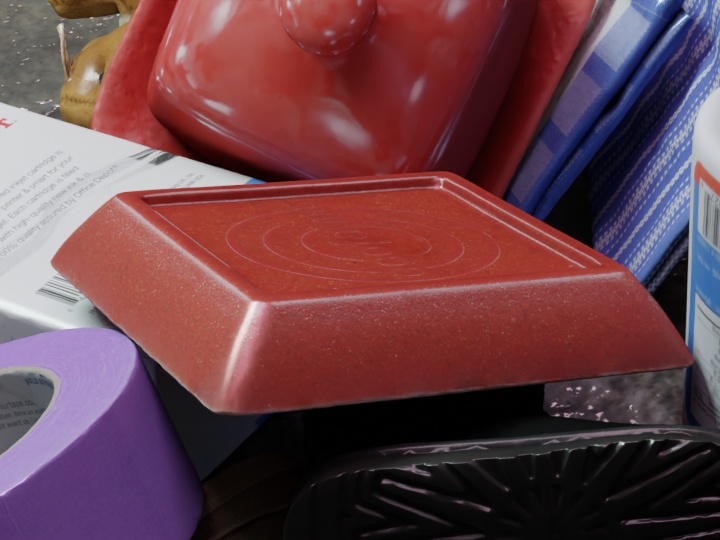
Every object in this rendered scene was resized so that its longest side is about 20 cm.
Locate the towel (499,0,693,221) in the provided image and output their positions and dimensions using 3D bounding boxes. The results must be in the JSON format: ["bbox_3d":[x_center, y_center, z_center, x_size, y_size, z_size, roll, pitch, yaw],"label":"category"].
[{"bbox_3d":[0.088,-0.108,1.213,0.024,0.147,0.200,30,14,-24],"label":"towel"}]

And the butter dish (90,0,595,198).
[{"bbox_3d":[-0.010,-0.111,1.109,0.199,0.200,0.148,26,-3,5],"label":"butter dish"}]

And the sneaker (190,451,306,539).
[{"bbox_3d":[-0.069,0.147,0.917,0.075,0.071,0.200,38,47,16],"label":"sneaker"}]

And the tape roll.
[{"bbox_3d":[-0.161,0.099,0.910,0.199,0.066,0.200,-22,17,7],"label":"tape roll"}]

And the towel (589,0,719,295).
[{"bbox_3d":[0.142,-0.078,1.148,0.024,0.145,0.201,21,38,-14],"label":"towel"}]

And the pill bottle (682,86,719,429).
[{"bbox_3d":[0.181,0.029,0.938,0.112,0.201,0.112,-2,33,1],"label":"pill bottle"}]

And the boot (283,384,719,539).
[{"bbox_3d":[0.074,0.072,0.931,0.210,0.080,0.158,4,18,5],"label":"boot"}]

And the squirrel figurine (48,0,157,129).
[{"bbox_3d":[-0.067,-0.130,1.266,0.199,0.142,0.187,1,39,11],"label":"squirrel figurine"}]

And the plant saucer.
[{"bbox_3d":[0.000,0.000,0.957,0.199,0.037,0.200,-5,18,-24],"label":"plant saucer"}]

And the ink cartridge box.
[{"bbox_3d":[-0.130,0.010,1.096,0.199,0.085,0.146,17,37,27],"label":"ink cartridge box"}]
